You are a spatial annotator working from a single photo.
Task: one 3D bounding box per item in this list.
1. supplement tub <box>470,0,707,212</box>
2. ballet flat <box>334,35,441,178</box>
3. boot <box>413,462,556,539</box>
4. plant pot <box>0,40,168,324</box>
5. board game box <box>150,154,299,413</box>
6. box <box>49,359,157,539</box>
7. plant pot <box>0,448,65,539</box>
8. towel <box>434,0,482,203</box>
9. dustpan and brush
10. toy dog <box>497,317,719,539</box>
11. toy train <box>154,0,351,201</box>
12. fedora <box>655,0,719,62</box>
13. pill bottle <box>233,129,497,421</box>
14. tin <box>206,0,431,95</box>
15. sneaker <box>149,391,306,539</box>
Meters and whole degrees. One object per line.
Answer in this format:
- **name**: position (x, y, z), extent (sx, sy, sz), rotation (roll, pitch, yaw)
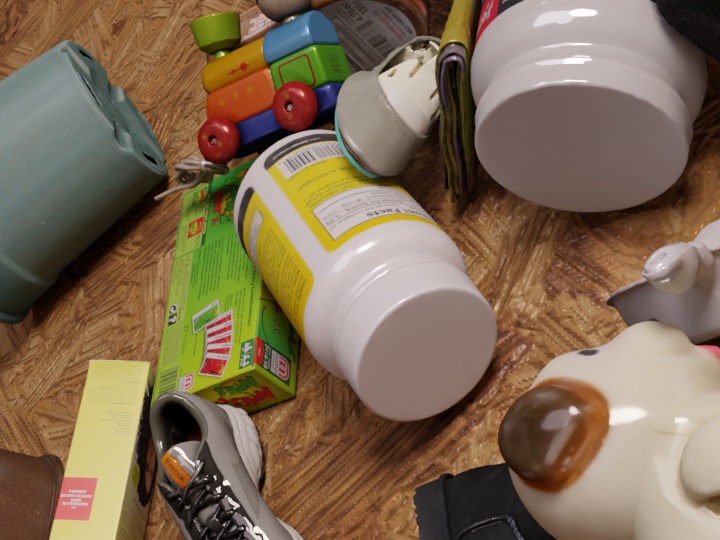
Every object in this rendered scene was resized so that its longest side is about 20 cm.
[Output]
- **supplement tub**: position (0.142, -0.153, 0.728), extent (0.139, 0.140, 0.202), rotation (-13, 52, 37)
- **ballet flat**: position (0.031, -0.123, 0.815), extent (0.064, 0.067, 0.200), rotation (-39, 10, 23)
- **boot**: position (0.116, 0.151, 0.583), extent (0.161, 0.073, 0.200), rotation (-28, 46, 18)
- **plant pot**: position (-0.292, -0.089, 1.071), extent (0.195, 0.200, 0.201), rotation (-35, 41, 7)
- **board game box**: position (-0.095, 0.013, 0.903), extent (0.101, 0.048, 0.202), rotation (-22, 48, 30)
- **box**: position (-0.180, 0.168, 0.838), extent (0.050, 0.076, 0.202), rotation (2, 57, 6)
- **plant pot**: position (-0.342, 0.193, 0.843), extent (0.200, 0.197, 0.201), rotation (-45, 30, 35)
- **towel**: position (0.073, -0.164, 0.809), extent (0.023, 0.144, 0.202), rotation (3, 55, 10)
- **dustpan and brush**: position (0.166, -0.001, 0.558), extent (0.139, 0.058, 0.200), rotation (-27, 2, 27)
- **toy dog**: position (0.150, 0.107, 0.490), extent (0.200, 0.139, 0.195), rotation (43, 107, 28)
- **toy train**: position (-0.099, -0.136, 0.881), extent (0.199, 0.084, 0.117), rotation (-18, 88, 31)
- **fedora**: position (0.228, -0.161, 0.640), extent (0.092, 0.199, 0.202), rotation (-38, 33, 56)
- **pill bottle**: position (0.000, 0.000, 0.770), extent (0.114, 0.114, 0.200), rotation (-46, 40, 7)
- **tin**: position (-0.036, -0.171, 0.934), extent (0.199, 0.112, 0.042), rotation (-23, 46, 31)
- **sneaker**: position (-0.091, 0.158, 0.762), extent (0.074, 0.079, 0.201), rotation (-41, 46, 10)
